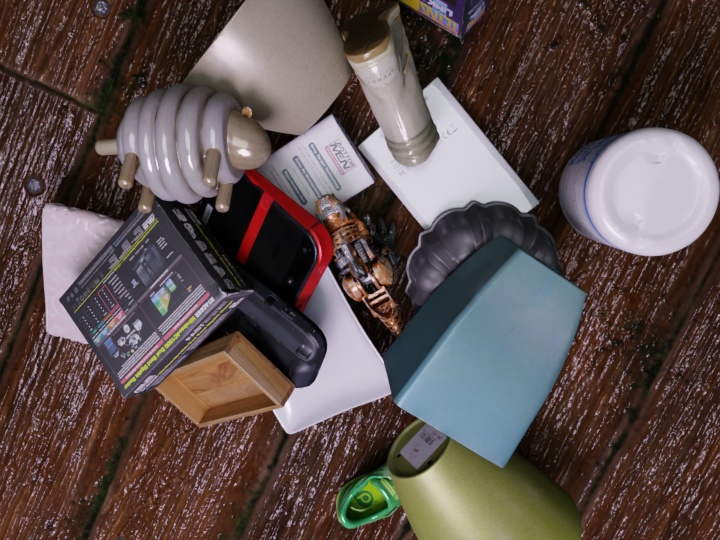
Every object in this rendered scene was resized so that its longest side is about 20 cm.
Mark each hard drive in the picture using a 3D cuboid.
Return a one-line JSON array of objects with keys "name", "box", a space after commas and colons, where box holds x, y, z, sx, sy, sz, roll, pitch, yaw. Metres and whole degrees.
[{"name": "hard drive", "box": [0.110, -0.121, 0.929, 0.132, 0.027, 0.200, -39, 92, 8]}]

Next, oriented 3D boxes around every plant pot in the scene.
[{"name": "plant pot", "box": [0.126, 0.265, 0.865, 0.187, 0.187, 0.200, -37, 111, 8]}, {"name": "plant pot", "box": [0.142, 0.073, 0.807, 0.141, 0.141, 0.200, 32, 99, -10]}]

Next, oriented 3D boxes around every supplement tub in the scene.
[{"name": "supplement tub", "box": [0.302, -0.089, 0.828, 0.131, 0.200, 0.133, 1, 97, 4]}]

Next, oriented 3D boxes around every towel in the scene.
[{"name": "towel", "box": [-0.312, 0.020, 0.952, 0.199, 0.032, 0.192, 14, 118, 4]}]

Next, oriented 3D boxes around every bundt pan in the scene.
[{"name": "bundt pan", "box": [0.155, 0.020, 0.897, 0.201, 0.076, 0.203, 0, 107, 1]}]

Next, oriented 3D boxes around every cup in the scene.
[{"name": "cup", "box": [-0.095, -0.244, 0.864, 0.143, 0.200, 0.200, 38, 99, -19]}]

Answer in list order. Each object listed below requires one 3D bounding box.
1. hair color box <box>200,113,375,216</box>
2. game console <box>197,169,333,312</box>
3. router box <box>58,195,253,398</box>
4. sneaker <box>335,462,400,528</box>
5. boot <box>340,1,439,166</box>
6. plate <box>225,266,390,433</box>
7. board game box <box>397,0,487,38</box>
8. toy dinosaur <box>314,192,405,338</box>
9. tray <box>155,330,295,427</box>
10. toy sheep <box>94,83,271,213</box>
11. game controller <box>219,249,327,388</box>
[{"name": "hair color box", "box": [-0.089, -0.100, 0.930, 0.199, 0.061, 0.100, -32, 97, 8]}, {"name": "game console", "box": [-0.130, -0.018, 0.889, 0.177, 0.031, 0.200, 41, 127, 14]}, {"name": "router box", "box": [-0.241, 0.029, 0.860, 0.200, 0.062, 0.150, -42, 77, 22]}, {"name": "sneaker", "box": [0.052, 0.271, 0.951, 0.200, 0.084, 0.074, -41, 92, 8]}, {"name": "boot", "box": [0.039, -0.222, 0.868, 0.072, 0.200, 0.155, -20, 120, 15]}, {"name": "plate", "box": [-0.069, 0.092, 0.937, 0.199, 0.032, 0.201, -29, 94, 34]}, {"name": "board game box", "box": [0.052, -0.370, 0.805, 0.200, 0.165, 0.057, 36, 76, 14]}, {"name": "toy dinosaur", "box": [0.000, 0.000, 0.894, 0.102, 0.136, 0.201, -8, 104, 2]}, {"name": "tray", "box": [-0.176, 0.138, 0.910, 0.200, 0.037, 0.099, -23, 117, 45]}, {"name": "toy sheep", "box": [-0.192, -0.132, 0.786, 0.199, 0.138, 0.139, 2, 97, 6]}, {"name": "game controller", "box": [-0.125, 0.057, 0.880, 0.200, 0.042, 0.105, 38, 141, 17]}]
